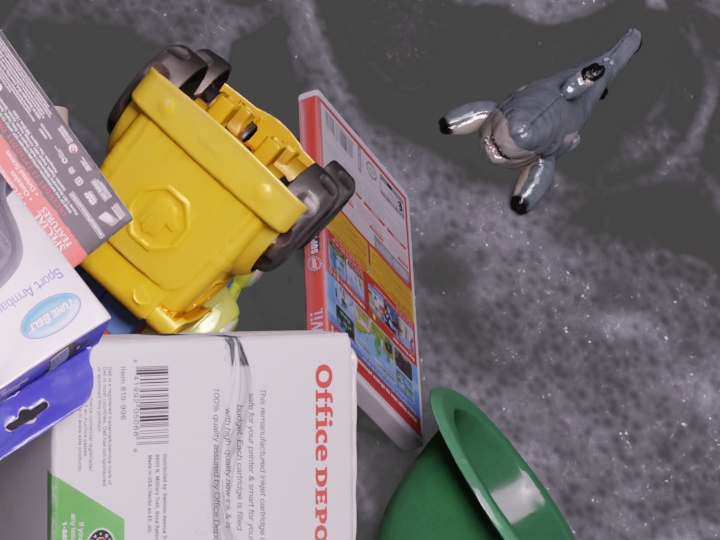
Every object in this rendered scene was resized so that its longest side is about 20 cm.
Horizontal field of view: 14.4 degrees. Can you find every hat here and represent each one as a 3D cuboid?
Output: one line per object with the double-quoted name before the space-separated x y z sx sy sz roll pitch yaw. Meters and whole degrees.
"hat" 0.027 0.190 1.809 0.166 0.176 0.200 57 12 17

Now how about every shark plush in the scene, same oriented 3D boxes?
"shark plush" 0.152 -0.115 2.047 0.199 0.083 0.091 -23 73 -39

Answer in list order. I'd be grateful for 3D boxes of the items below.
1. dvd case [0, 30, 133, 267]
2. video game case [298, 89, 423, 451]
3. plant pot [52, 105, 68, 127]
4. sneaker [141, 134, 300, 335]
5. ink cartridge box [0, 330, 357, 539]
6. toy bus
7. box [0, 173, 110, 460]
"dvd case" -0.235 -0.029 1.551 0.200 0.022 0.146 -43 103 -32
"video game case" 0.000 0.000 1.867 0.143 0.017 0.201 48 32 -50
"plant pot" -0.280 0.024 1.631 0.199 0.200 0.178 -2 73 -32
"sneaker" -0.102 -0.033 1.843 0.105 0.076 0.201 32 49 -8
"ink cartridge box" -0.104 0.108 1.591 0.199 0.083 0.148 0 91 -36
"toy bus" -0.112 -0.023 1.725 0.136 0.192 0.200 40 9 3
"box" -0.222 0.001 1.478 0.119 0.042 0.200 -34 77 -27
